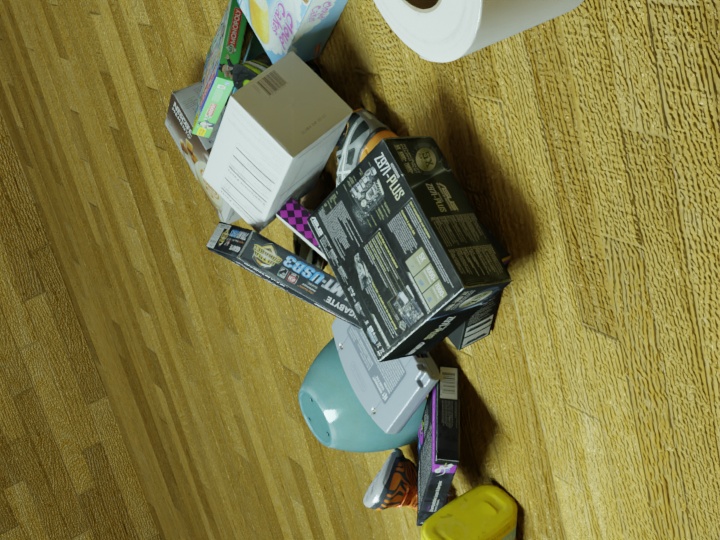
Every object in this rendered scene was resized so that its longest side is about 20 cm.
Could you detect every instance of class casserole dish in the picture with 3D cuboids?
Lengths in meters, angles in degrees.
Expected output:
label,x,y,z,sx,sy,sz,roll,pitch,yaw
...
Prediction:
label,x,y,z,sx,sy,sz,roll,pitch,yaw
casserole dish,-0.165,-0.247,1.850,0.200,0.039,0.121,124,162,-62

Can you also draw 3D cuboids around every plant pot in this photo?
label,x,y,z,sx,sy,sz,roll,pitch,yaw
plant pot,-0.011,0.187,1.916,0.200,0.135,0.200,47,152,36

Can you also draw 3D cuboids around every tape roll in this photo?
label,x,y,z,sx,sy,sz,roll,pitch,yaw
tape roll,0.100,-0.304,1.170,0.203,0.139,0.203,46,150,36

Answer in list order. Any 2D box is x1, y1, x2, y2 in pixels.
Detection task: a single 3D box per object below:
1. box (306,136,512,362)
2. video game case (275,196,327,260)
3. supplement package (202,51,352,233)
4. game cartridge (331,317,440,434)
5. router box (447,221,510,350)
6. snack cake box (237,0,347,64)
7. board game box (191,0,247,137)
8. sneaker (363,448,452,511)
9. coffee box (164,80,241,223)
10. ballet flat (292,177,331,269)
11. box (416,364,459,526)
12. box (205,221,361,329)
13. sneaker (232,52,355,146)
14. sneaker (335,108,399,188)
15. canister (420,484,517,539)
label,x,y,z,sx,sy,sz,roll,pitch,yaw
box,0.051,-0.025,1.480,0.164,0.086,0.200,-45,64,39
video game case,0.000,0.000,1.683,0.200,0.036,0.181,40,180,30
supplement package,-0.108,-0.156,1.636,0.110,0.114,0.200,45,150,7
game cartridge,0.029,0.116,1.780,0.133,0.040,0.200,-54,47,31
router box,0.091,-0.027,1.581,0.200,0.052,0.157,51,153,29
snack cake box,-0.080,-0.344,1.603,0.115,0.067,0.200,61,157,10
board game box,-0.200,-0.290,1.870,0.200,0.029,0.135,135,146,-66
sneaker,0.075,0.317,1.877,0.112,0.078,0.200,33,-168,6
coffee box,-0.222,-0.187,2.050,0.200,0.080,0.114,60,157,10
ballet flat,-0.074,-0.050,1.874,0.068,0.072,0.200,13,143,5
box,0.104,0.240,1.762,0.200,0.036,0.143,101,173,-54
box,-0.096,0.003,1.768,0.200,0.050,0.198,29,178,-19
sneaker,-0.069,-0.233,1.692,0.200,0.081,0.074,33,148,19
sneaker,0.001,-0.124,1.656,0.077,0.078,0.200,55,146,24
canister,0.147,0.403,1.785,0.087,0.148,0.200,37,144,38
